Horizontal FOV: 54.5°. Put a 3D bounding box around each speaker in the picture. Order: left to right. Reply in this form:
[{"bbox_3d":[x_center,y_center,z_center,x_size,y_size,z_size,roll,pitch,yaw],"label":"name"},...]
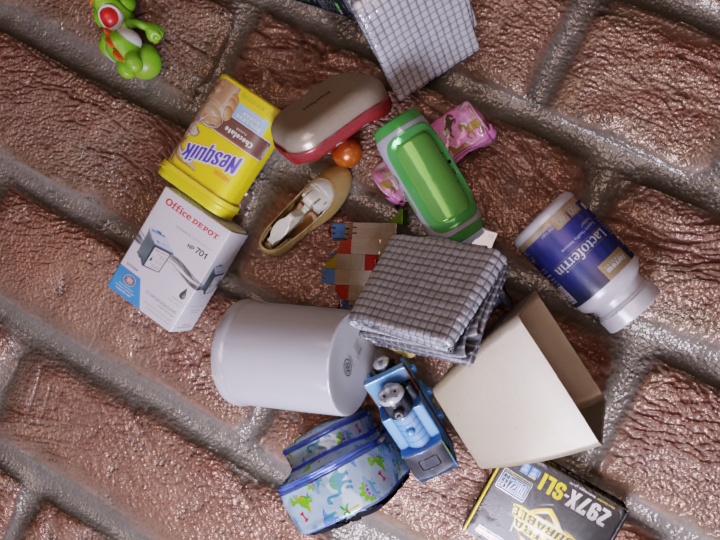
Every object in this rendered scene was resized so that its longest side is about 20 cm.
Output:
[{"bbox_3d":[0.101,-0.133,1.028,0.088,0.088,0.201,-30,93,10],"label":"speaker"}]

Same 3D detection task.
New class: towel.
[{"bbox_3d":[0.081,-0.384,1.058,0.165,0.200,0.086,-33,53,5],"label":"towel"},{"bbox_3d":[0.099,0.037,0.976,0.199,0.086,0.166,9,59,42],"label":"towel"}]

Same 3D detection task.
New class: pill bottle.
[{"bbox_3d":[0.336,-0.010,1.036,0.116,0.116,0.200,-45,81,8],"label":"pill bottle"}]

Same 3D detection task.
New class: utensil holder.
[{"bbox_3d":[-0.100,0.135,1.077,0.199,0.170,0.171,3,89,26],"label":"utensil holder"}]

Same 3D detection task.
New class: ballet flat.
[{"bbox_3d":[-0.091,-0.096,1.156,0.069,0.063,0.200,44,97,9],"label":"ballet flat"}]

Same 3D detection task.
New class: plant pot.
[{"bbox_3d":[0.225,0.173,1.023,0.177,0.200,0.200,-34,85,22],"label":"plant pot"}]

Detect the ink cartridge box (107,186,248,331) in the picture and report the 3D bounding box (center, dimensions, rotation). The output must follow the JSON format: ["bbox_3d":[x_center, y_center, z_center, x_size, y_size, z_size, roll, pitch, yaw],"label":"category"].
[{"bbox_3d":[-0.310,-0.019,1.191,0.146,0.086,0.201,33,97,11],"label":"ink cartridge box"}]

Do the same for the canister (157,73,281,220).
[{"bbox_3d":[-0.226,-0.209,1.177,0.148,0.087,0.201,34,94,10],"label":"canister"}]

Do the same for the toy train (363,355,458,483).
[{"bbox_3d":[0.076,0.220,1.057,0.086,0.114,0.200,-27,118,7],"label":"toy train"}]

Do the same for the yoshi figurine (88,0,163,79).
[{"bbox_3d":[-0.407,-0.413,1.230,0.111,0.112,0.201,-9,68,-28],"label":"yoshi figurine"}]

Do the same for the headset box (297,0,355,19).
[{"bbox_3d":[-0.013,-0.513,1.132,0.199,0.093,0.175,21,93,11],"label":"headset box"}]

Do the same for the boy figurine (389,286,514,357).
[{"bbox_3d":[0.125,0.072,1.033,0.199,0.064,0.125,-33,49,11],"label":"boy figurine"}]

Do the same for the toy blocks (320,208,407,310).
[{"bbox_3d":[0.000,0.000,1.129,0.136,0.100,0.201,2,89,24],"label":"toy blocks"}]

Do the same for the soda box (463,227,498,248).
[{"bbox_3d":[0.150,0.024,1.101,0.068,0.064,0.201,22,94,12],"label":"soda box"}]

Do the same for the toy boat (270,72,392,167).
[{"bbox_3d":[-0.035,-0.224,1.124,0.200,0.131,0.130,-37,40,-9],"label":"toy boat"}]

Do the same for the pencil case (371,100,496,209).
[{"bbox_3d":[0.115,-0.182,1.104,0.200,0.083,0.087,-37,91,8],"label":"pencil case"}]

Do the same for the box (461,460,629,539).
[{"bbox_3d":[0.282,0.379,1.074,0.199,0.049,0.160,29,93,11],"label":"box"}]

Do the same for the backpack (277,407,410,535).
[{"bbox_3d":[-0.034,0.305,1.065,0.182,0.200,0.147,-30,83,11],"label":"backpack"}]
